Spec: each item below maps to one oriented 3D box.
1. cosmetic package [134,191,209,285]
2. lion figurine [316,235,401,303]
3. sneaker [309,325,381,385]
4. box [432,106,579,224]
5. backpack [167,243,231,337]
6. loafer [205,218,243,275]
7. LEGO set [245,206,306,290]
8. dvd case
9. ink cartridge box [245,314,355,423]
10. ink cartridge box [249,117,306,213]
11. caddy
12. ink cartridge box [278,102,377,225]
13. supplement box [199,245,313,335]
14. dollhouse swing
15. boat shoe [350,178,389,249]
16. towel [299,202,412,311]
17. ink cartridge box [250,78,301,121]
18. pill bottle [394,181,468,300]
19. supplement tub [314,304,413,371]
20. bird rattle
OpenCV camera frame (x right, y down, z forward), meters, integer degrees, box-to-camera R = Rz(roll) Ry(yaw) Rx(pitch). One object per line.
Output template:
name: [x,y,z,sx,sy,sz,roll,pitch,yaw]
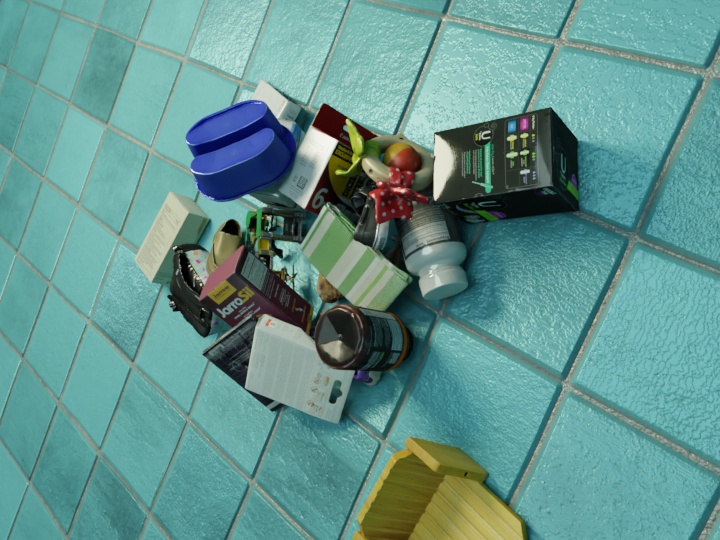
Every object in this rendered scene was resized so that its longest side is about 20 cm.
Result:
cosmetic package: [-0.461,-0.076,1.528,0.105,0.071,0.202,43,107,33]
lion figurine: [0.000,0.000,1.193,0.196,0.072,0.126,-2,93,29]
sneaker: [-0.050,0.156,1.193,0.197,0.083,0.082,17,91,36]
box: [0.234,-0.160,1.006,0.197,0.148,0.127,-5,78,34]
backpack: [-0.337,0.049,1.380,0.200,0.125,0.170,42,134,37]
loafer: [-0.292,-0.045,1.360,0.068,0.075,0.202,-64,27,30]
LEGO set: [-0.175,-0.043,1.322,0.153,0.114,0.205,-30,58,60]
dvd case: [-0.194,0.188,1.241,0.148,0.200,0.016,-35,24,25]
ink cartridge box: [-0.111,0.186,1.176,0.196,0.050,0.165,19,124,3]
ink cartridge box: [-0.155,-0.205,1.251,0.082,0.200,0.148,12,88,9]
caddy: [-0.213,-0.205,1.108,0.196,0.105,0.144,-20,62,5]
ink cartridge box: [-0.028,-0.185,1.163,0.083,0.198,0.178,34,102,34]
supplement box: [-0.199,0.066,1.221,0.110,0.200,0.086,-35,27,25]
dollhouse swing: [0.125,0.410,0.984,0.203,0.180,0.176,-61,36,10]
boat shoe: [0.014,-0.113,1.085,0.202,0.065,0.071,-86,10,-45]
towel: [-0.015,-0.012,1.124,0.199,0.023,0.153,42,138,2]
ink cartridge box: [-0.227,-0.314,1.408,0.200,0.043,0.200,-57,37,13]
pill bottle: [0.122,-0.058,1.091,0.109,0.110,0.204,-24,69,29]
supplement tub: [0.015,0.120,1.081,0.105,0.199,0.110,-7,77,32]
bird rattle: [0.055,-0.173,1.025,0.199,0.161,0.114,39,139,33]
